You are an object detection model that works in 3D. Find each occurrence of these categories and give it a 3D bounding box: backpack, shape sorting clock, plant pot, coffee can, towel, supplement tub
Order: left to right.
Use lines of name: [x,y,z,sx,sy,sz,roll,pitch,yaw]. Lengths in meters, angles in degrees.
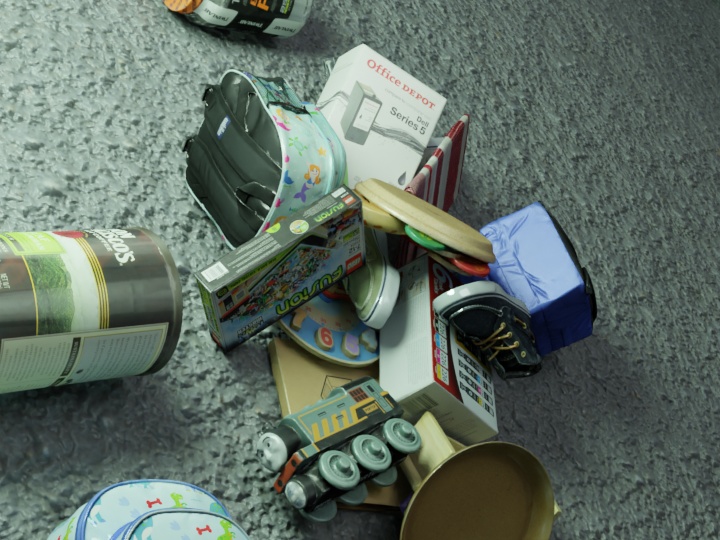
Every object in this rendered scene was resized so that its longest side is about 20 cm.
coffee can: [-0.287,0.036,1.035,0.199,0.146,0.147,-5,60,-45]
backpack: [-0.168,0.277,0.937,0.182,0.147,0.201,14,45,-38]
supplement tub: [-0.172,-0.395,1.550,0.199,0.122,0.123,-3,59,-44]
backpack: [-0.106,-0.114,1.296,0.149,0.179,0.201,10,31,-34]
shape sorting clock: [-0.044,0.031,1.342,0.199,0.039,0.201,30,30,-19]
towel: [0.098,-0.109,1.526,0.023,0.145,0.200,20,44,16]
plant pot: [0.124,0.278,1.217,0.199,0.202,0.027,21,3,-29]
backpack: [0.230,0.025,1.533,0.200,0.166,0.164,49,20,-60]

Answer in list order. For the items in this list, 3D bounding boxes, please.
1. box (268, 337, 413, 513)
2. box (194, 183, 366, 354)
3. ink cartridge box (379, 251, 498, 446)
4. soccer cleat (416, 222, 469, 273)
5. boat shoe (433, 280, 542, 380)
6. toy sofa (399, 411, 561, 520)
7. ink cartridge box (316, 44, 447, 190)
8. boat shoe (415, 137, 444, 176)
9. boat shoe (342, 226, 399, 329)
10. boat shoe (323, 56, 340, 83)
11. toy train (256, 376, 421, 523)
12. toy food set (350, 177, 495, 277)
box: [-0.019,0.177,1.269,0.162,0.021,0.202,13,48,-37]
box: [-0.083,-0.003,1.224,0.199,0.111,0.035,-33,55,-21]
ink cartridge box: [0.106,0.112,1.364,0.175,0.083,0.201,40,35,-35]
soccer cleat: [0.132,-0.027,1.568,0.069,0.078,0.199,32,10,28]
boat shoe: [0.160,0.074,1.322,0.200,0.070,0.092,17,49,-55]
toy sofa: [0.127,0.255,1.287,0.199,0.098,0.083,31,15,-30]
ink cartridge box: [0.006,-0.173,1.478,0.145,0.084,0.202,30,74,-20]
boat shoe: [0.085,-0.140,1.621,0.201,0.074,0.087,-11,75,-56]
boat shoe: [0.000,0.000,1.345,0.062,0.072,0.201,24,24,-19]
boat shoe: [-0.028,-0.220,1.581,0.067,0.072,0.202,0,66,-3]
toy train: [-0.022,0.185,1.179,0.114,0.086,0.199,46,37,21]
toy food set: [0.075,-0.050,1.331,0.197,0.049,0.200,30,9,14]
